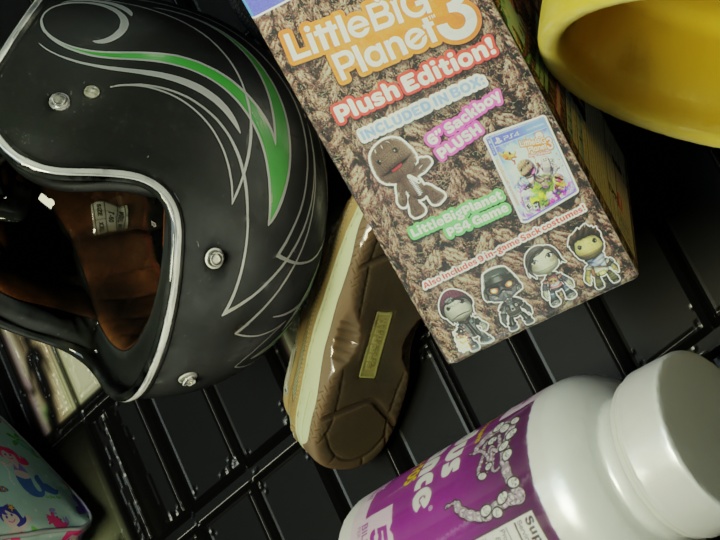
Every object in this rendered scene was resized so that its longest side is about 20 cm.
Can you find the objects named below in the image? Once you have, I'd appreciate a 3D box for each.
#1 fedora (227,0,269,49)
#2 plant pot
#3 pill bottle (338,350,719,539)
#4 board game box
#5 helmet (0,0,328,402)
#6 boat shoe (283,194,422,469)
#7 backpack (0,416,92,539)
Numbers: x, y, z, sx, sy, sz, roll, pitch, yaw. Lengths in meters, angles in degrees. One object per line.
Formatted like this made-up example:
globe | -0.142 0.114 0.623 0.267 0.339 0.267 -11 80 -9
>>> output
fedora | 0.008 -0.202 1.214 0.200 0.091 0.202 3 94 41
plant pot | 0.188 -0.167 1.008 0.200 0.200 0.190 0 72 40
pill bottle | 0.092 0.117 1.118 0.200 0.112 0.113 -34 68 34
board game box | 0.039 -0.088 1.075 0.096 0.160 0.201 -26 107 13
helmet | -0.109 -0.037 1.207 0.190 0.200 0.201 28 111 -4
boat shoe | 0.000 0.000 1.235 0.076 0.071 0.201 41 113 51
backpack | -0.269 0.154 1.381 0.200 0.177 0.151 37 110 33
